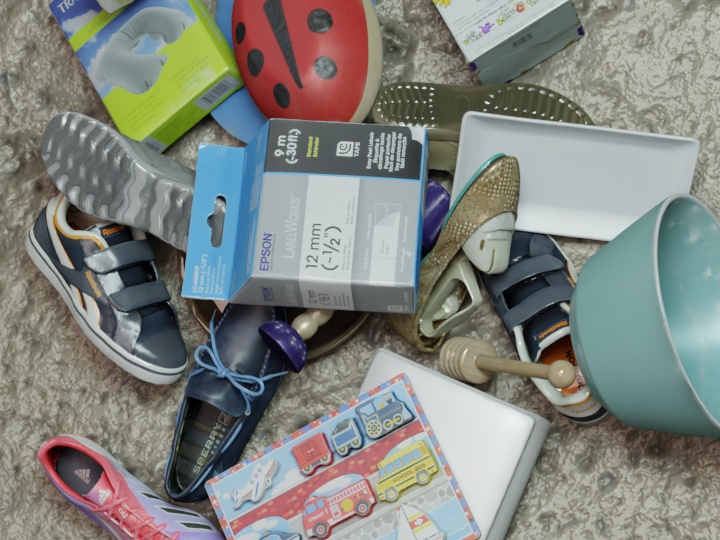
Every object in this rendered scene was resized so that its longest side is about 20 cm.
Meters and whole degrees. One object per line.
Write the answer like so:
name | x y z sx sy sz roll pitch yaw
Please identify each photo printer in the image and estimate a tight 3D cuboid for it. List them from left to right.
photo printer | 0.048 0.187 1.617 0.165 0.069 0.202 23 86 17

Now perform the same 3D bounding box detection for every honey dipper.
honey dipper | 0.120 0.076 1.562 0.038 0.200 0.038 0 90 -21

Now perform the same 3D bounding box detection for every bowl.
bowl | 0.239 0.048 1.548 0.104 0.200 0.203 -17 75 30

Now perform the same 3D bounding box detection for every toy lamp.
toy lamp | 0.000 0.000 1.633 0.200 0.058 0.058 -42 72 -13

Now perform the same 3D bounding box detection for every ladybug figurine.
ladybug figurine | -0.052 -0.200 1.660 0.135 0.072 0.201 -32 62 17

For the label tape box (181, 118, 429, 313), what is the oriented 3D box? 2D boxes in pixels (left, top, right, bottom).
label tape box | -0.046 -0.047 1.590 0.197 0.066 0.145 4 68 3

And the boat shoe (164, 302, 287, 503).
boat shoe | -0.113 0.111 1.654 0.083 0.069 0.202 17 98 16

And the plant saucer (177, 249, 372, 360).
plant saucer | -0.065 -0.016 1.706 0.198 0.029 0.203 -2 79 13

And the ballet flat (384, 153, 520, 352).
ballet flat | 0.090 -0.007 1.610 0.065 0.070 0.201 52 131 26

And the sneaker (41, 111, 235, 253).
sneaker | -0.190 -0.071 1.685 0.199 0.082 0.075 33 102 7

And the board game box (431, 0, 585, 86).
board game box | 0.098 -0.274 1.673 0.104 0.103 0.201 -30 74 7

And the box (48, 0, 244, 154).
box | -0.199 -0.216 1.750 0.122 0.048 0.201 -37 67 12

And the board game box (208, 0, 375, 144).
board game box | -0.055 -0.200 1.733 0.156 0.039 0.202 -1 77 22

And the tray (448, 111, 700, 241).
tray | 0.178 -0.079 1.615 0.198 0.022 0.108 7 124 0

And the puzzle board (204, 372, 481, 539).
puzzle board | -0.018 0.197 1.589 0.199 0.017 0.152 -30 71 11

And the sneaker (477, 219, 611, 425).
sneaker | 0.154 0.032 1.616 0.078 0.079 0.201 -32 72 7

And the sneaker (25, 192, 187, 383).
sneaker | -0.216 0.008 1.696 0.200 0.078 0.080 46 122 18

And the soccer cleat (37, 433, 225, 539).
soccer cleat | -0.199 0.210 1.672 0.199 0.076 0.067 36 90 18

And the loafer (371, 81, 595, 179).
loafer | 0.106 -0.118 1.663 0.198 0.068 0.077 10 56 1

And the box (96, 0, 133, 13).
box | -0.159 -0.295 1.720 0.199 0.042 0.039 -34 71 -31
